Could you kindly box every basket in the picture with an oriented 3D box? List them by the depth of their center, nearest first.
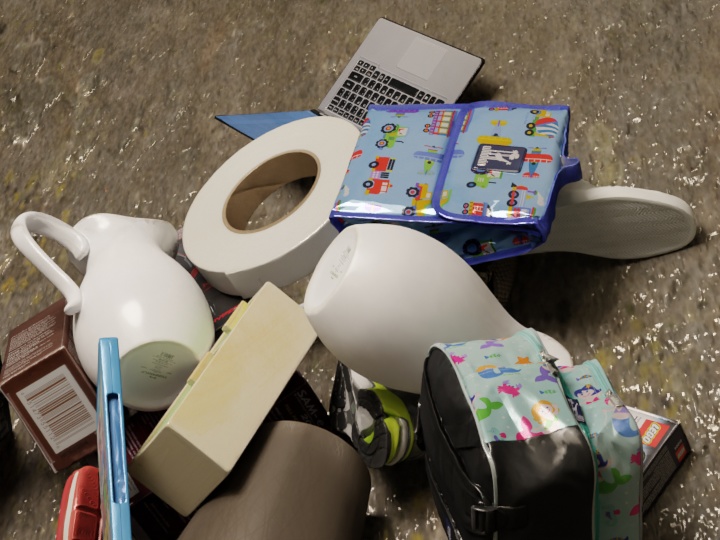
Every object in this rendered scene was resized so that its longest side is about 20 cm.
[{"bbox_3d":[-0.074,0.227,1.414,0.180,0.136,0.200,2,42,20],"label":"basket"}]

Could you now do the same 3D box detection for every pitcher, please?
[{"bbox_3d":[0.053,0.042,1.464,0.121,0.200,0.172,-60,18,0],"label":"pitcher"},{"bbox_3d":[-0.220,0.025,1.592,0.121,0.172,0.200,-60,32,26],"label":"pitcher"}]

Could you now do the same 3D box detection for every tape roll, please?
[{"bbox_3d":[-0.075,-0.062,1.681,0.203,0.037,0.203,-23,37,18],"label":"tape roll"}]

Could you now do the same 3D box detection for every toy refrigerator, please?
[{"bbox_3d":[-0.111,0.100,1.476,0.076,0.070,0.200,-47,6,41],"label":"toy refrigerator"}]

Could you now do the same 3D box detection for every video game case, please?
[{"bbox_3d":[-0.196,0.174,1.430,0.018,0.143,0.200,-2,56,-10],"label":"video game case"}]

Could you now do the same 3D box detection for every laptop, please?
[{"bbox_3d":[-0.012,-0.185,1.852,0.200,0.116,0.187,-56,41,-2],"label":"laptop"}]

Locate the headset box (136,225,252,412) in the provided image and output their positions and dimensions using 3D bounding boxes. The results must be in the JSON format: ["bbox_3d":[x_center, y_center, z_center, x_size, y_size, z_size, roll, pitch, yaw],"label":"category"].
[{"bbox_3d":[-0.177,0.046,1.733,0.149,0.075,0.200,-32,37,-2],"label":"headset box"}]

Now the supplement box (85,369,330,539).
[{"bbox_3d":[-0.137,0.148,1.602,0.200,0.061,0.109,-35,37,-5],"label":"supplement box"}]

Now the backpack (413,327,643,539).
[{"bbox_3d":[0.116,0.139,1.296,0.150,0.178,0.200,-12,30,-14],"label":"backpack"}]

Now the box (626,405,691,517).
[{"bbox_3d":[0.155,0.186,1.386,0.110,0.035,0.200,14,55,42],"label":"box"}]

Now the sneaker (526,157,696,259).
[{"bbox_3d":[0.199,-0.070,1.607,0.200,0.074,0.116,1,40,12],"label":"sneaker"}]

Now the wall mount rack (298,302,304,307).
[{"bbox_3d":[0.000,0.000,1.634,0.174,0.075,0.200,8,45,3],"label":"wall mount rack"}]

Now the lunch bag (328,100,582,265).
[{"bbox_3d":[0.094,-0.072,1.551,0.200,0.094,0.151,-5,42,22],"label":"lunch bag"}]

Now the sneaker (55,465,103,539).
[{"bbox_3d":[-0.262,0.265,1.500,0.115,0.078,0.200,-14,60,26],"label":"sneaker"}]

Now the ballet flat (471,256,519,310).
[{"bbox_3d":[0.120,-0.033,1.653,0.067,0.046,0.200,-8,42,25],"label":"ballet flat"}]

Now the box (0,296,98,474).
[{"bbox_3d":[-0.274,0.101,1.659,0.075,0.100,0.200,-30,13,1],"label":"box"}]

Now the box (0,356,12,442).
[{"bbox_3d":[-0.395,0.154,1.662,0.051,0.200,0.158,34,65,11],"label":"box"}]

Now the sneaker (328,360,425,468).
[{"bbox_3d":[0.026,0.116,1.532,0.081,0.074,0.200,7,18,-18],"label":"sneaker"}]
